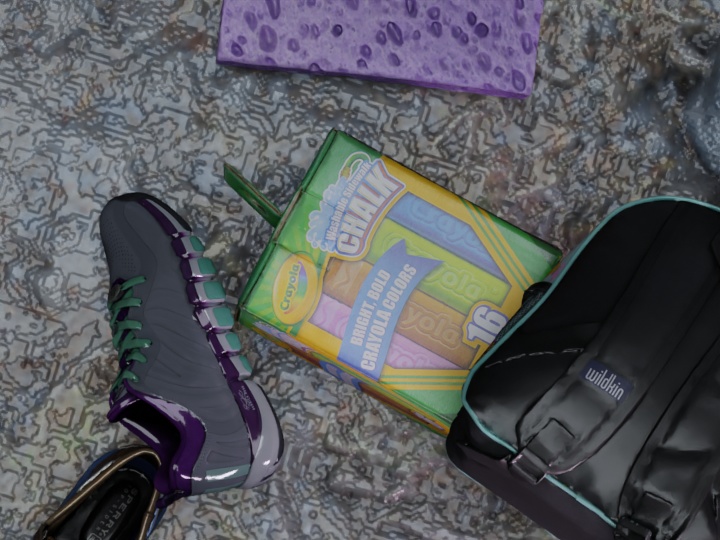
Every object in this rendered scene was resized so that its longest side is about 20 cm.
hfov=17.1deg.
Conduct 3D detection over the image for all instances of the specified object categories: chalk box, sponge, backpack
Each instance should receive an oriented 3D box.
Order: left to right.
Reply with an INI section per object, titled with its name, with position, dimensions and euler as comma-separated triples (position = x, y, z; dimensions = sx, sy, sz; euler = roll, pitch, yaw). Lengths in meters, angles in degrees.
[chalk box]
position = 0.000, 0.000, 1.429
dimensions = 0.200, 0.124, 0.124
euler = 28, 85, 0
[sponge]
position = 0.015, -0.173, 1.490
dimensions = 0.199, 0.030, 0.112
euler = 6, 85, -3
[backpack]
position = 0.163, 0.066, 1.334
dimensions = 0.176, 0.153, 0.200
euler = 33, 74, 11

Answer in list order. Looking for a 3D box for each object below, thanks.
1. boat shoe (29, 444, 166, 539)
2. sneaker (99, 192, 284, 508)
[boat shoe]
position = -0.178, 0.182, 1.402
dimensions = 0.072, 0.072, 0.200
euler = 29, 66, -2
[sneaker]
position = -0.122, 0.043, 1.415
dimensions = 0.087, 0.074, 0.200
euler = -15, 66, -36
